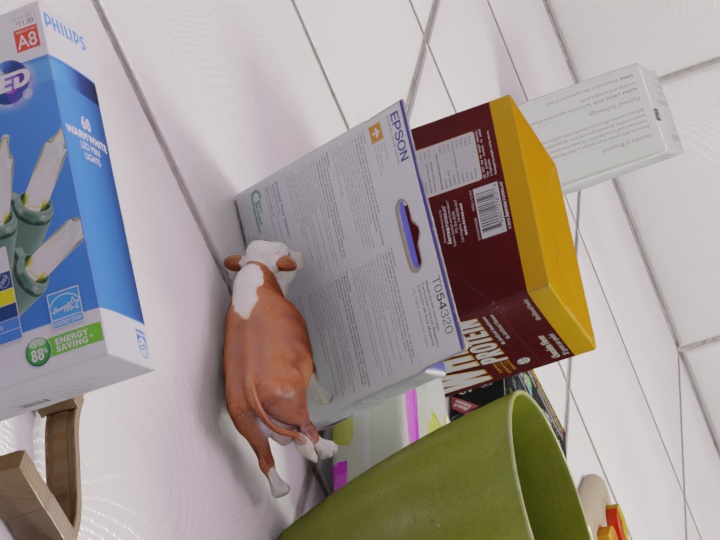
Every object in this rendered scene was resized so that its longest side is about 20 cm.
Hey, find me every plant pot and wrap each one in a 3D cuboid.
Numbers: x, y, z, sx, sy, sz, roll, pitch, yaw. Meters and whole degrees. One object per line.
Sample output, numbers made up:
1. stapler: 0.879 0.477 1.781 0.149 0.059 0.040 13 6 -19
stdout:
1. plant pot: 0.048 0.204 1.492 0.187 0.199 0.188 -19 90 -74

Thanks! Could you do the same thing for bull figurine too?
1. bull figurine: -0.062 0.066 1.518 0.200 0.065 0.122 -84 153 -56

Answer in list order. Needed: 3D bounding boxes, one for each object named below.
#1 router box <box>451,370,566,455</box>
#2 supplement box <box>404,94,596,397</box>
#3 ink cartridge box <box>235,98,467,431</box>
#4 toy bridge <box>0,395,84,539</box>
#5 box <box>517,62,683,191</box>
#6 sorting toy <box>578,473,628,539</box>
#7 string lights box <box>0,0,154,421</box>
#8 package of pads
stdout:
1. router box: 0.156 0.161 2.180 0.150 0.062 0.200 -86 154 -52
2. supplement box: 0.076 -0.011 1.831 0.133 0.199 0.198 48 28 -55
3. ink cartridge box: 0.000 0.000 1.575 0.043 0.200 0.197 2 69 -45
4. toy bridge: -0.176 0.128 1.120 0.200 0.027 0.067 -83 152 -57
5. box: 0.330 -0.193 2.930 0.199 0.199 0.131 -9 81 -75
6. sorting toy: 0.311 0.359 2.550 0.185 0.036 0.201 -41 112 -73
7. string lights box: -0.185 -0.030 1.124 0.059 0.102 0.201 29 45 -67
8. package of pads: 0.026 0.141 1.684 0.155 0.068 0.201 61 23 -55
